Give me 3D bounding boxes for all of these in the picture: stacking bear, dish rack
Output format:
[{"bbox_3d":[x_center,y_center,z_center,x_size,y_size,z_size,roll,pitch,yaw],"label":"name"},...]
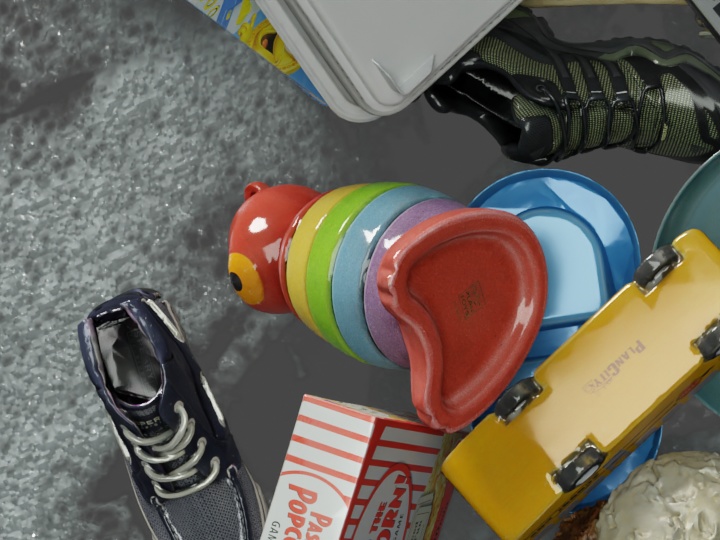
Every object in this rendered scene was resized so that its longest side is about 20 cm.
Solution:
[{"bbox_3d":[0.000,0.000,1.713,0.114,0.200,0.122,-36,123,-30],"label":"stacking bear"},{"bbox_3d":[0.037,-0.189,1.653,0.200,0.044,0.172,-44,127,-11],"label":"dish rack"}]

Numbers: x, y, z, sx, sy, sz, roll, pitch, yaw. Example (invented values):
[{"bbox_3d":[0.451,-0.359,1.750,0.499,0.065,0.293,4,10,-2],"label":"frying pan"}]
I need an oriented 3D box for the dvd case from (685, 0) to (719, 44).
[{"bbox_3d":[0.287,-0.145,1.696,0.150,0.025,0.200,-41,119,5],"label":"dvd case"}]

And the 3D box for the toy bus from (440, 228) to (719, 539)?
[{"bbox_3d":[0.139,0.067,1.679,0.200,0.078,0.065,-44,74,7],"label":"toy bus"}]

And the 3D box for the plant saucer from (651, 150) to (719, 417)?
[{"bbox_3d":[0.265,0.004,1.719,0.200,0.027,0.200,1,108,3],"label":"plant saucer"}]

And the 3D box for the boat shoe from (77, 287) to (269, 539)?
[{"bbox_3d":[-0.113,0.105,1.758,0.075,0.093,0.200,-26,84,6],"label":"boat shoe"}]

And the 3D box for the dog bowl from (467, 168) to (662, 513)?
[{"bbox_3d":[0.116,0.041,1.754,0.111,0.050,0.200,-8,87,7],"label":"dog bowl"}]

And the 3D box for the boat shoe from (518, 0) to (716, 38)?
[{"bbox_3d":[0.185,-0.166,1.747,0.200,0.073,0.063,13,95,18],"label":"boat shoe"}]

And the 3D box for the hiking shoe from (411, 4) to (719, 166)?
[{"bbox_3d":[0.125,-0.088,1.726,0.200,0.076,0.101,17,47,15],"label":"hiking shoe"}]

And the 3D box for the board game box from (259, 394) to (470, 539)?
[{"bbox_3d":[-0.005,0.152,1.687,0.046,0.200,0.152,17,90,18],"label":"board game box"}]

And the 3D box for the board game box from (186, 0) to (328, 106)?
[{"bbox_3d":[-0.018,-0.215,1.705,0.056,0.196,0.200,40,94,31],"label":"board game box"}]

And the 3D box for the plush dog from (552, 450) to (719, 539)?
[{"bbox_3d":[0.194,0.187,1.682,0.200,0.160,0.172,-21,85,7],"label":"plush dog"}]
